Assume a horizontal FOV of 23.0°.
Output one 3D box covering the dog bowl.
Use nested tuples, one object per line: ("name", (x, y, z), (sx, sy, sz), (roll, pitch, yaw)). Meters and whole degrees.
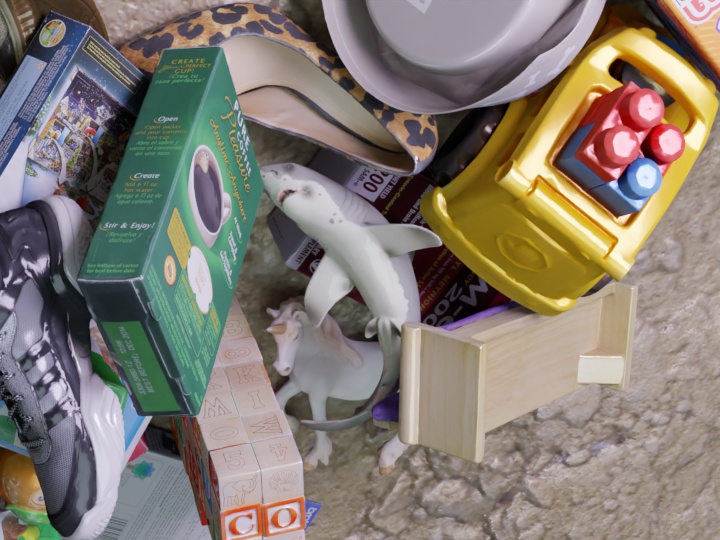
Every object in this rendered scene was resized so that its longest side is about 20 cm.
("dog bowl", (0.068, -0.192, 1.088), (0.058, 0.200, 0.201), (6, 124, -50))

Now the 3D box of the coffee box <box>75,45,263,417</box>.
("coffee box", (-0.108, -0.026, 1.060), (0.044, 0.201, 0.123), (-1, 137, 15))

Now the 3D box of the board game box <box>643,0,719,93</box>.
("board game box", (0.273, -0.222, 1.127), (0.200, 0.200, 0.200), (-41, 126, 10))

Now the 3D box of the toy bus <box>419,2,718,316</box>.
("toy bus", (0.154, -0.088, 1.105), (0.135, 0.192, 0.201), (37, 72, -8))

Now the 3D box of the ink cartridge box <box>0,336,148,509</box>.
("ink cartridge box", (-0.255, 0.069, 1.189), (0.144, 0.084, 0.201), (-28, 128, 0))

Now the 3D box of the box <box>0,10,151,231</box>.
("box", (-0.163, -0.054, 1.118), (0.137, 0.038, 0.200), (-61, 147, -9))

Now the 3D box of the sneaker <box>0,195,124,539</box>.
("sneaker", (-0.204, 0.060, 1.009), (0.113, 0.075, 0.202), (-6, 89, -35))

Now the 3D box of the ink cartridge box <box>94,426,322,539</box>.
("ink cartridge box", (-0.142, 0.187, 1.363), (0.199, 0.042, 0.120), (21, 114, -27))

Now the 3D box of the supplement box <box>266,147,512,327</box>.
("supplement box", (0.045, -0.020, 1.273), (0.199, 0.061, 0.109), (27, 111, -32))

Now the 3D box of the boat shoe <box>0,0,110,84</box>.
("boat shoe", (-0.210, -0.161, 1.088), (0.073, 0.064, 0.201), (-47, 138, -35))

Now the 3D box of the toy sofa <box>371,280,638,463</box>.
("toy sofa", (0.099, 0.056, 1.215), (0.199, 0.097, 0.083), (-18, 116, -47))

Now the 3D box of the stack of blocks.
("stack of blocks", (-0.090, 0.121, 1.235), (0.058, 0.200, 0.116), (-10, 125, -12))

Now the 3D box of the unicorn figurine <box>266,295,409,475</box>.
("unicorn figurine", (-0.013, 0.083, 1.326), (0.199, 0.074, 0.138), (-3, 116, -34))

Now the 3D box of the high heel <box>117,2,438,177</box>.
("high heel", (-0.051, -0.109, 1.127), (0.199, 0.143, 0.072), (1, 125, -19))

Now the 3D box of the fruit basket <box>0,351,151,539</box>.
("fruit basket", (-0.238, 0.131, 1.109), (0.185, 0.094, 0.201), (27, 90, -33))

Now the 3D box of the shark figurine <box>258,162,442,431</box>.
("shark figurine", (0.016, 0.016, 1.204), (0.127, 0.090, 0.216), (-1, 117, 22))

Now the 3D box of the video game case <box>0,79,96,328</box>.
("video game case", (-0.261, -0.017, 1.194), (0.181, 0.023, 0.201), (-26, 127, -1))
